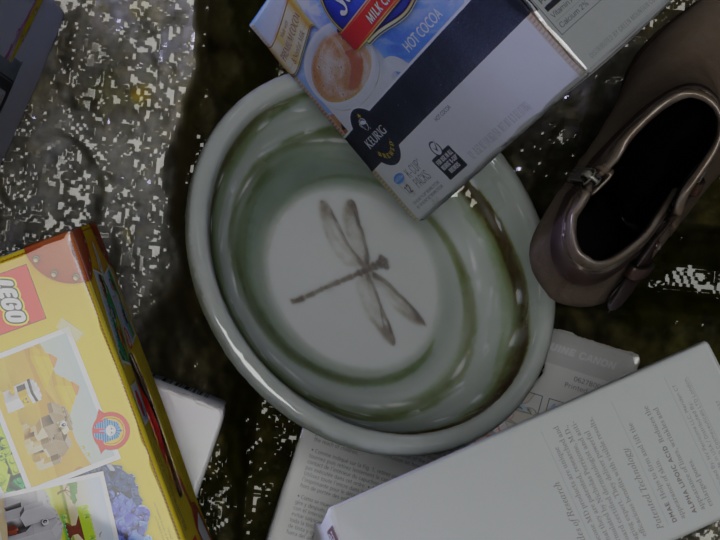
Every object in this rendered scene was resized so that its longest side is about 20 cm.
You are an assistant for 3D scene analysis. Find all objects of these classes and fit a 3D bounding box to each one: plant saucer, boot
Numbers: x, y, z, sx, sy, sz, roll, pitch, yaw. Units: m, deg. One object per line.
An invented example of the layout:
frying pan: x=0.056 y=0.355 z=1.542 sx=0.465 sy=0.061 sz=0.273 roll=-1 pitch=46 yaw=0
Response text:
plant saucer: x=0.000 y=0.000 z=0.951 sx=0.199 sy=0.050 sz=0.202 roll=12 pitch=62 yaw=-24
boot: x=0.150 y=-0.066 z=0.926 sx=0.070 sy=0.146 sz=0.201 roll=32 pitch=87 yaw=3

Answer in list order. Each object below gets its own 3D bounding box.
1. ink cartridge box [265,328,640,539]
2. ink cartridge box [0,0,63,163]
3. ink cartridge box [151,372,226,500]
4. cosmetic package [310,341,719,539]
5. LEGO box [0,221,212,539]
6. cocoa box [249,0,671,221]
ink cartridge box: x=0.041 y=0.118 z=0.991 sx=0.160 sy=0.050 sz=0.201 roll=17 pitch=73 yaw=-1
ink cartridge box: x=-0.242 y=-0.097 z=0.896 sx=0.146 sy=0.200 sz=0.147 roll=24 pitch=89 yaw=-1
ink cartridge box: x=-0.174 y=0.134 z=0.978 sx=0.161 sy=0.057 sz=0.201 roll=20 pitch=86 yaw=-1
cosmetic package: x=0.081 y=0.115 z=0.916 sx=0.199 sy=0.113 sz=0.082 roll=-24 pitch=79 yaw=-9
LEGO box: x=-0.164 y=0.098 z=0.918 sx=0.148 sy=0.077 sz=0.201 roll=-20 pitch=94 yaw=2
cocoa box: x=0.059 y=-0.137 z=0.884 sx=0.131 sy=0.200 sz=0.133 roll=48 pitch=65 yaw=-1
